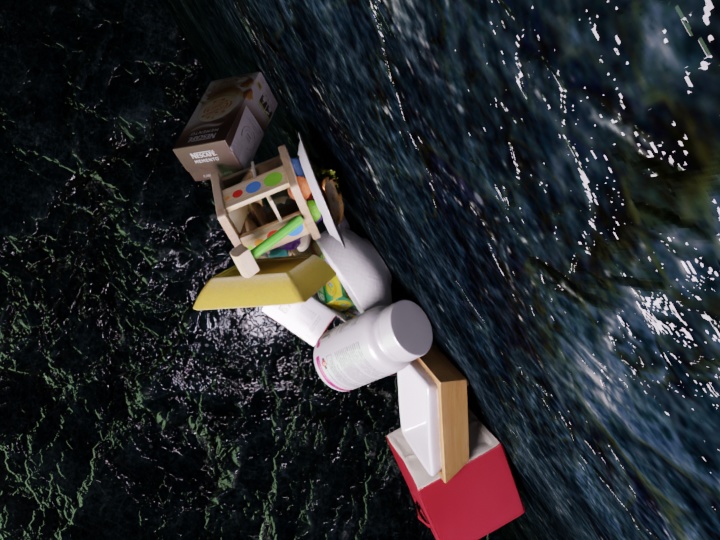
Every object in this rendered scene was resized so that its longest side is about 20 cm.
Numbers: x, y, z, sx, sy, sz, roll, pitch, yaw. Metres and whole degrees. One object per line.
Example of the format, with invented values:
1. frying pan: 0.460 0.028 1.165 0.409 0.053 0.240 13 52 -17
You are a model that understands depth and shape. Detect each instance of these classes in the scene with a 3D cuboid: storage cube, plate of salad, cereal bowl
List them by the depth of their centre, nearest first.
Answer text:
1. plate of salad: -0.053 -0.132 1.034 0.200 0.048 0.201 -22 -90 -89
2. cereal bowl: 0.000 0.000 1.193 0.201 0.083 0.200 56 175 7
3. storage cube: 0.179 0.382 1.216 0.181 0.199 0.171 67 172 -26

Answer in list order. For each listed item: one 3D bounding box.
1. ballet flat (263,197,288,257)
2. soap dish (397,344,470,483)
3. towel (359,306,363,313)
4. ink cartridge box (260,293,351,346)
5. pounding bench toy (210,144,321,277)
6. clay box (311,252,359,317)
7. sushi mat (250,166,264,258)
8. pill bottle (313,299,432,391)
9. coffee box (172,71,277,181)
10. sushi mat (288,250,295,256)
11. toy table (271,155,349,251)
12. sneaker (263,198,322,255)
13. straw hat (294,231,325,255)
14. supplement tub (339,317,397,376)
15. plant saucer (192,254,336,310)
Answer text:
1. ballet flat: -0.199 -0.104 1.270 0.067 0.068 0.201 -140 32 -64
2. soap dish: 0.127 0.237 1.117 0.157 0.081 0.201 -133 34 -63
3. towel: 0.052 0.124 1.335 0.193 0.034 0.201 51 -162 -39
4. ink cartridge box: -0.109 0.086 1.365 0.175 0.084 0.200 35 -176 -5
5. pounding bench toy: -0.144 -0.088 1.068 0.125 0.155 0.201 68 -179 -46
6. clay box: -0.026 0.034 1.363 0.200 0.047 0.116 33 -142 -53
7. sushi mat: -0.221 -0.119 1.325 0.096 0.012 0.201 -9 -92 -73
8. pill bottle: 0.020 0.127 1.087 0.200 0.113 0.114 -30 93 44
9. coffee box: -0.241 -0.264 1.171 0.080 0.114 0.201 62 -148 -44
10. sushi mat: -0.171 -0.073 1.404 0.200 0.012 0.096 55 177 39
11. toy table: -0.123 -0.140 1.360 0.200 0.117 0.184 56 175 33
12. sneaker: -0.127 -0.086 1.220 0.081 0.199 0.089 -110 0 -61
13. straw hat: -0.067 -0.043 1.494 0.201 0.085 0.202 37 -153 -22
14. supplement tub: 0.034 0.152 1.513 0.200 0.107 0.107 37 163 41
15. plant saucer: -0.162 0.013 1.111 0.200 0.199 0.049 -43 -53 -71
